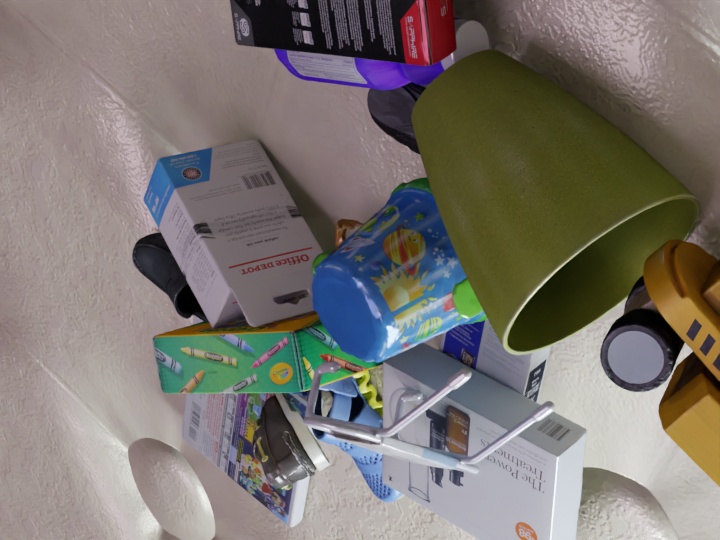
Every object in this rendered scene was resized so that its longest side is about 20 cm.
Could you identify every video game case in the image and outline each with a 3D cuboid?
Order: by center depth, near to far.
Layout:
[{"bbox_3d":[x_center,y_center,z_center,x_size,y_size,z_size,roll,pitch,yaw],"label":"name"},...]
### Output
[{"bbox_3d":[-0.123,0.163,1.906,0.182,0.023,0.201,36,136,26],"label":"video game case"}]

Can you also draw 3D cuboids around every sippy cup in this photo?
[{"bbox_3d":[0.033,0.009,1.470,0.140,0.130,0.178,52,147,8],"label":"sippy cup"}]

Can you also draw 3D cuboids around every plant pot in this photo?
[{"bbox_3d":[0.132,-0.070,1.358,0.200,0.187,0.187,54,143,21],"label":"plant pot"}]

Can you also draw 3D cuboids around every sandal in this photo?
[{"bbox_3d":[-0.017,0.148,1.728,0.079,0.087,0.201,-20,102,49],"label":"sandal"}]

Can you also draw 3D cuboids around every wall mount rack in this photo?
[{"bbox_3d":[0.055,0.123,1.460,0.173,0.200,0.075,5,78,44],"label":"wall mount rack"}]

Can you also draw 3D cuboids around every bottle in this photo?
[{"bbox_3d":[0.017,-0.194,1.453,0.199,0.084,0.065,14,158,43],"label":"bottle"}]

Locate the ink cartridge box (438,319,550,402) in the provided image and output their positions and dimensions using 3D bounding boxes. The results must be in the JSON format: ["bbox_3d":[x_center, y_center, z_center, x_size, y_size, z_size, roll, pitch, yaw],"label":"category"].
[{"bbox_3d":[0.122,0.063,1.556,0.099,0.039,0.201,35,138,27],"label":"ink cartridge box"}]

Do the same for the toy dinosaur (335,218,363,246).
[{"bbox_3d":[0.000,0.000,1.620,0.200,0.060,0.107,22,122,48],"label":"toy dinosaur"}]

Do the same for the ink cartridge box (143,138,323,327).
[{"bbox_3d":[-0.111,-0.021,1.649,0.200,0.116,0.068,60,145,24],"label":"ink cartridge box"}]

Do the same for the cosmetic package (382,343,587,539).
[{"bbox_3d":[0.109,0.171,1.578,0.200,0.052,0.151,27,135,33],"label":"cosmetic package"}]

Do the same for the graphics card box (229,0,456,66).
[{"bbox_3d":[-0.020,-0.236,1.377,0.199,0.051,0.126,10,119,35],"label":"graphics card box"}]

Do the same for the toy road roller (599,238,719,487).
[{"bbox_3d":[0.289,0.061,1.304,0.200,0.123,0.146,48,119,-1],"label":"toy road roller"}]

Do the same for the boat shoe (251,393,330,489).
[{"bbox_3d":[-0.081,0.170,1.730,0.072,0.060,0.201,58,175,-9],"label":"boat shoe"}]

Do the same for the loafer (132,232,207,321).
[{"bbox_3d":[-0.175,0.015,1.819,0.200,0.070,0.068,26,132,34],"label":"loafer"}]

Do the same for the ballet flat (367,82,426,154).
[{"bbox_3d":[0.091,-0.106,1.476,0.200,0.057,0.067,38,111,15],"label":"ballet flat"}]

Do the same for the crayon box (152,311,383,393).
[{"bbox_3d":[-0.086,0.074,1.628,0.199,0.119,0.059,-4,98,43],"label":"crayon box"}]
